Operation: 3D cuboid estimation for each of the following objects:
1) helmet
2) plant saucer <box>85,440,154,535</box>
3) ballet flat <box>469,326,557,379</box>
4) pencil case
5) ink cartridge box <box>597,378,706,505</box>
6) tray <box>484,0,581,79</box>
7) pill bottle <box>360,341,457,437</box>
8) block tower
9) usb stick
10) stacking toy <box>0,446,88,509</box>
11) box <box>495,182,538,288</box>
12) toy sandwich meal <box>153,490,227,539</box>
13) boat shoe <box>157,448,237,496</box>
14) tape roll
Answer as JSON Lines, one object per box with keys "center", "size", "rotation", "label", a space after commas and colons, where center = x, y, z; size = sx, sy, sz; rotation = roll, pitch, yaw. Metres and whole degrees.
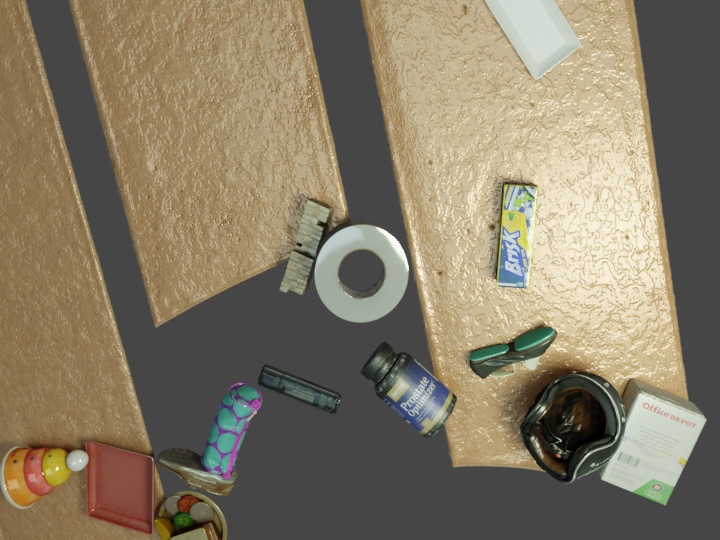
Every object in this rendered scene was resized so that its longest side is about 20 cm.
{"center": [0.431, 0.303, 1.361], "size": [0.189, 0.199, 0.203], "rotation": [-35, 95, -19], "label": "helmet"}
{"center": [-0.576, 0.519, 1.657], "size": [0.194, 0.037, 0.207], "rotation": [8, 104, 17], "label": "plant saucer"}
{"center": [0.324, 0.177, 1.426], "size": [0.196, 0.068, 0.070], "rotation": [-21, 107, 24], "label": "ballet flat"}
{"center": [-0.295, 0.364, 1.560], "size": [0.092, 0.084, 0.204], "rotation": [33, 108, 31], "label": "pencil case"}
{"center": [0.588, 0.347, 1.396], "size": [0.142, 0.088, 0.205], "rotation": [20, 106, 5], "label": "ink cartridge box"}
{"center": [0.325, -0.482, 1.310], "size": [0.106, 0.022, 0.202], "rotation": [-33, 94, 15], "label": "tray"}
{"center": [0.100, 0.249, 1.452], "size": [0.199, 0.112, 0.113], "rotation": [40, 105, 0], "label": "pill bottle"}
{"center": [-0.114, -0.048, 1.460], "size": [0.056, 0.054, 0.205], "rotation": [22, 105, 6], "label": "block tower"}
{"center": [-0.139, 0.269, 1.540], "size": [0.195, 0.033, 0.057], "rotation": [20, 97, 6], "label": "usb stick"}
{"center": [-0.746, 0.475, 1.647], "size": [0.195, 0.146, 0.150], "rotation": [-18, 98, 3], "label": "stacking toy"}
{"center": [0.312, -0.071, 1.373], "size": [0.068, 0.064, 0.207], "rotation": [4, 101, 9], "label": "box"}
{"center": [-0.410, 0.635, 1.643], "size": [0.198, 0.070, 0.212], "rotation": [2, 102, 10], "label": "toy sandwich meal"}
{"center": [-0.390, 0.481, 1.608], "size": [0.194, 0.076, 0.074], "rotation": [17, 106, 8], "label": "boat shoe"}
{"center": [0.000, 0.000, 1.420], "size": [0.194, 0.066, 0.207], "rotation": [-1, 104, -6], "label": "tape roll"}
